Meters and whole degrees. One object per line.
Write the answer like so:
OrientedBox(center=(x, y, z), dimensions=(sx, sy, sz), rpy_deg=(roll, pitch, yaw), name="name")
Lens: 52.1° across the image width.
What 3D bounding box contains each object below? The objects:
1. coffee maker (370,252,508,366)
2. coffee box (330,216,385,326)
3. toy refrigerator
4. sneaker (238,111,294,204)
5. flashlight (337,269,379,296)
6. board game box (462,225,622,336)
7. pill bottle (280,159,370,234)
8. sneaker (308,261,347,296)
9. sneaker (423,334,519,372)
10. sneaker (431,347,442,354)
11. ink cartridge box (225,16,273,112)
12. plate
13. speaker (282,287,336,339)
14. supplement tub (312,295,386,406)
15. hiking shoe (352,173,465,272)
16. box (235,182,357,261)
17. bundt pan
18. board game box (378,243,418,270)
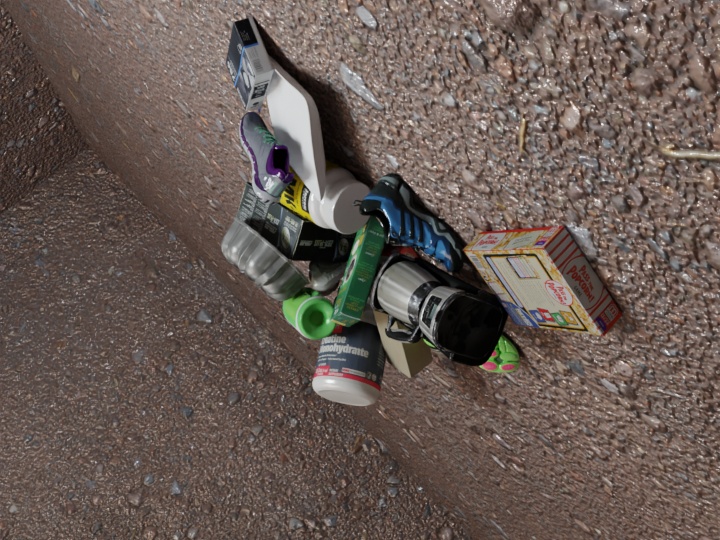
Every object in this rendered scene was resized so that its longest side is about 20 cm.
OrientedBox(center=(0.145, 0.058, 1.203), dimensions=(0.200, 0.190, 0.136), rpy_deg=(32, 124, 54), name="coffee maker")
OrientedBox(center=(0.000, 0.000, 1.362), dimensions=(0.044, 0.202, 0.123), rpy_deg=(20, 165, -8), name="coffee box")
OrientedBox(center=(0.080, 0.102, 1.424), dimensions=(0.076, 0.070, 0.202), rpy_deg=(28, 143, 46), name="toy refrigerator")
OrientedBox(center=(-0.160, -0.220, 1.328), dimensions=(0.087, 0.074, 0.202), rpy_deg=(-39, 57, 36), name="sneaker")
OrientedBox(center=(-0.008, 0.024, 1.523), dimensions=(0.200, 0.067, 0.069), rpy_deg=(106, 144, -70), name="flashlight")
OrientedBox(center=(0.247, 0.015, 1.029), dimensions=(0.152, 0.046, 0.200), rpy_deg=(53, 163, -15), name="board game box")
OrientedBox(center=(-0.074, -0.146, 1.357), dimensions=(0.199, 0.114, 0.115), rpy_deg=(31, 157, 43), name="pill bottle")
OrientedBox(center=(-0.067, 0.015, 1.549), dimensions=(0.077, 0.101, 0.200), rpy_deg=(10, -160, 4), name="sneaker")
OrientedBox(center=(0.211, 0.128, 1.365), dimensions=(0.199, 0.078, 0.083), rpy_deg=(23, -165, 34), name="sneaker")
OrientedBox(center=(0.107, 0.108, 1.546), dimensions=(0.199, 0.079, 0.080), rpy_deg=(15, 150, 43), name="sneaker")
OrientedBox(center=(-0.198, -0.349, 1.289), dimensions=(0.100, 0.039, 0.200), rpy_deg=(67, 164, 4), name="ink cartridge box")
OrientedBox(center=(-0.109, -0.249, 1.255), dimensions=(0.200, 0.032, 0.201), rpy_deg=(51, 158, 42), name="plate")
OrientedBox(center=(-0.105, 0.084, 1.491), dimensions=(0.089, 0.088, 0.200), rpy_deg=(51, 172, -14), name="speaker")
OrientedBox(center=(-0.014, 0.163, 1.508), dimensions=(0.138, 0.202, 0.141), rpy_deg=(10, 158, 4), name="supplement tub")
OrientedBox(center=(0.082, -0.060, 1.204), dimensions=(0.200, 0.087, 0.074), rpy_deg=(45, 164, 8), name="hiking shoe")
OrientedBox(center=(-0.128, -0.098, 1.504), dimensions=(0.163, 0.087, 0.199), rpy_deg=(0, -154, -47), name="box")
OrientedBox(center=(-0.199, -0.012, 1.467), dimensions=(0.201, 0.076, 0.202), rpy_deg=(39, 173, 6), name="bundt pan")
OrientedBox(center=(0.076, 0.011, 1.465), dimensions=(0.154, 0.040, 0.199), rpy_deg=(54, 163, -20), name="board game box")
